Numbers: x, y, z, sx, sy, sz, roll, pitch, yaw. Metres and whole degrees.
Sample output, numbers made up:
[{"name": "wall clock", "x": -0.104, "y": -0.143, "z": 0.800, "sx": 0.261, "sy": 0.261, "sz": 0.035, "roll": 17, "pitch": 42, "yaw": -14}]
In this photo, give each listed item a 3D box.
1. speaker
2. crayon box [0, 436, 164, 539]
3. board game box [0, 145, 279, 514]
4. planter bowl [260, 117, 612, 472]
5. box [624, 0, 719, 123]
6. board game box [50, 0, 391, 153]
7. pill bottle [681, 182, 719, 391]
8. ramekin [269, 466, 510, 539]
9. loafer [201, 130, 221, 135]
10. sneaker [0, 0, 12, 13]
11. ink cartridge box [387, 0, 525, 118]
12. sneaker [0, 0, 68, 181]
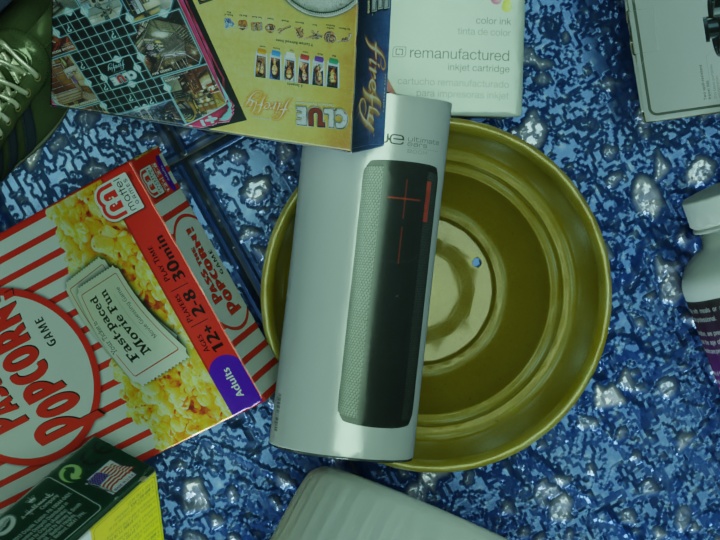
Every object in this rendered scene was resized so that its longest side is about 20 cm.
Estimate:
[{"name": "speaker", "x": 0.000, "y": 0.000, "z": 1.332, "sx": 0.081, "sy": 0.081, "sz": 0.200, "roll": 7, "pitch": 91, "yaw": -6}, {"name": "crayon box", "x": -0.163, "y": 0.206, "z": 1.359, "sx": 0.051, "sy": 0.200, "sz": 0.127, "roll": 24, "pitch": 46, "yaw": 29}, {"name": "board game box", "x": -0.163, "y": 0.043, "z": 1.377, "sx": 0.200, "sy": 0.046, "sz": 0.152, "roll": -28, "pitch": 95, "yaw": 22}, {"name": "planter bowl", "x": 0.039, "y": 0.012, "z": 1.418, "sx": 0.200, "sy": 0.083, "sz": 0.201, "roll": 0, "pitch": 92, "yaw": -7}, {"name": "box", "x": 0.251, "y": -0.160, "z": 1.404, "sx": 0.200, "sy": 0.060, "sz": 0.117, "roll": -9, "pitch": 113, "yaw": 10}, {"name": "board game box", "x": -0.077, "y": -0.142, "z": 1.303, "sx": 0.200, "sy": 0.035, "sz": 0.136, "roll": 11, "pitch": 105, "yaw": 31}, {"name": "pill bottle", "x": 0.258, "y": 0.040, "z": 1.427, "sx": 0.112, "sy": 0.112, "sz": 0.200, "roll": -22, "pitch": 95, "yaw": -5}, {"name": "ramekin", "x": 0.035, "y": 0.187, "z": 1.372, "sx": 0.200, "sy": 0.200, "sz": 0.098, "roll": 25, "pitch": 82, "yaw": -6}, {"name": "loafer", "x": -0.128, "y": -0.164, "z": 1.401, "sx": 0.068, "sy": 0.070, "sz": 0.201, "roll": -29, "pitch": 79, "yaw": -31}, {"name": "sneaker", "x": -0.255, "y": -0.207, "z": 1.381, "sx": 0.146, "sy": 0.081, "sz": 0.200, "roll": -29, "pitch": 59, "yaw": 26}, {"name": "ink cartridge box", "x": 0.019, "y": -0.189, "z": 1.408, "sx": 0.146, "sy": 0.083, "sz": 0.200, "roll": 1, "pitch": 93, "yaw": -5}, {"name": "sneaker", "x": -0.218, "y": -0.079, "z": 1.383, "sx": 0.067, "sy": 0.090, "sz": 0.200, "roll": 38, "pitch": 88, "yaw": -5}]
